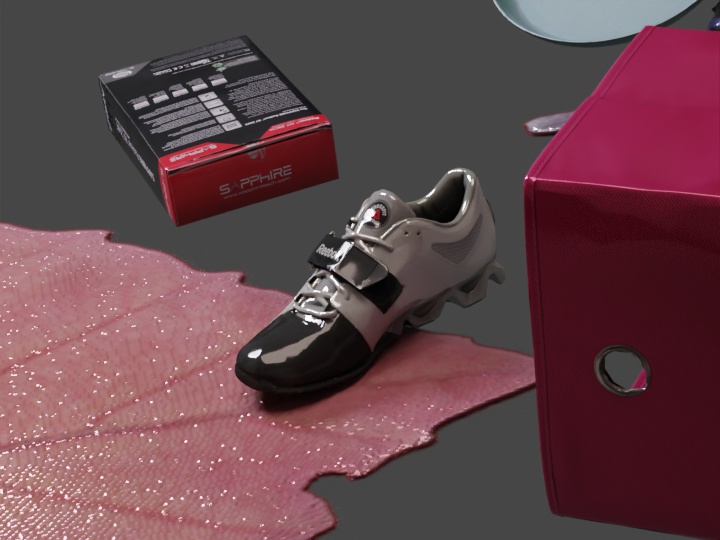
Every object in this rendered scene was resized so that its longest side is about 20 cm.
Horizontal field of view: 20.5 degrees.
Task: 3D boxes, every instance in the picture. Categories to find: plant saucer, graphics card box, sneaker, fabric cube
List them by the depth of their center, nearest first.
[{"bbox_3d":[0.211,0.009,0.993,0.197,0.198,0.200,8,32,25],"label":"fabric cube"},{"bbox_3d":[0.000,0.000,1.187,0.199,0.089,0.074,-32,37,-33],"label":"sneaker"},{"bbox_3d":[-0.106,-0.105,1.446,0.124,0.051,0.200,-18,31,-15],"label":"graphics card box"},{"bbox_3d":[0.198,-0.244,1.561,0.198,0.028,0.202,-12,49,13],"label":"plant saucer"}]

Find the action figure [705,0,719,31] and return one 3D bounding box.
[{"bbox_3d":[0.347,-0.228,1.529,0.192,0.105,0.201,14,65,46],"label":"action figure"}]
